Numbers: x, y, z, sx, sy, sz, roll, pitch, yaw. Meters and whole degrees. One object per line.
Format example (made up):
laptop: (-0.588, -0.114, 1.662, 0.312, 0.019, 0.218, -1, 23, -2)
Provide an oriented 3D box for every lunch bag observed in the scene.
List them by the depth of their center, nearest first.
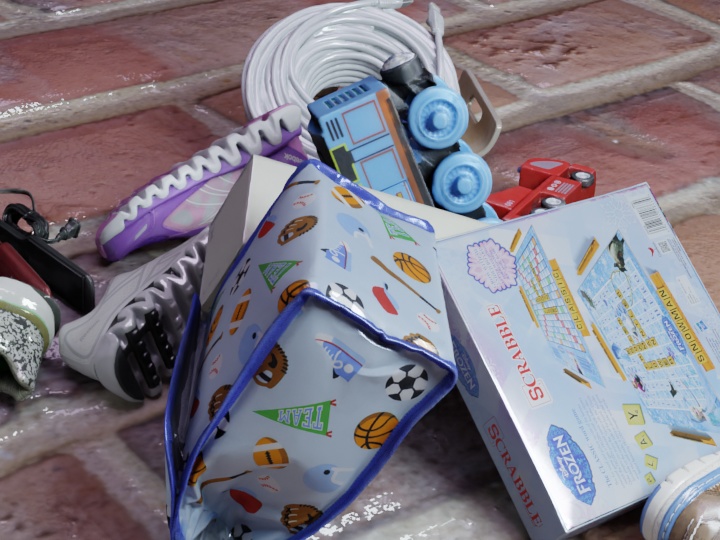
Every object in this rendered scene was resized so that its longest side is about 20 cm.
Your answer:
lunch bag: (-0.047, 0.062, 0.868, 0.123, 0.201, 0.171, 29, 26, -15)

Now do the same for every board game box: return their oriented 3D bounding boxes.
board game box: (0.153, 0.055, 0.958, 0.198, 0.041, 0.202, -14, 69, -32)

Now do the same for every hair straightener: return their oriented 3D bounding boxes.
hair straightener: (-0.255, -0.018, 1.142, 0.076, 0.041, 0.199, -17, 31, -34)

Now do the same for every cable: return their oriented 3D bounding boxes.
cable: (-0.009, -0.149, 1.301, 0.197, 0.069, 0.202, -5, 59, -13)

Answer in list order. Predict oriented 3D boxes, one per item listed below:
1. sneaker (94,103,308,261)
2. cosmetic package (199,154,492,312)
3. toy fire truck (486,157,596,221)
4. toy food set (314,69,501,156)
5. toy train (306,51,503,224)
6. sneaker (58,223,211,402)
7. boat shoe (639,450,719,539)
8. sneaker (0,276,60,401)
sneaker: (-0.115, -0.053, 1.177, 0.199, 0.089, 0.080, -32, 11, -19)
cosmetic package: (0.000, 0.000, 1.004, 0.198, 0.104, 0.074, 14, 59, -17)
toy fire truck: (0.102, -0.049, 1.231, 0.140, 0.049, 0.200, 17, 31, 24)
toy food set: (0.024, -0.160, 1.402, 0.197, 0.061, 0.144, -2, 30, -11)
toy train: (0.039, -0.058, 1.102, 0.113, 0.202, 0.087, -23, 18, -1)
sneaker: (-0.134, 0.013, 1.055, 0.080, 0.076, 0.200, 8, 35, 36)
boat shoe: (0.266, 0.137, 0.916, 0.199, 0.073, 0.072, -25, 45, -27)
sneaker: (-0.295, 0.043, 0.964, 0.197, 0.078, 0.089, 7, 36, -16)
